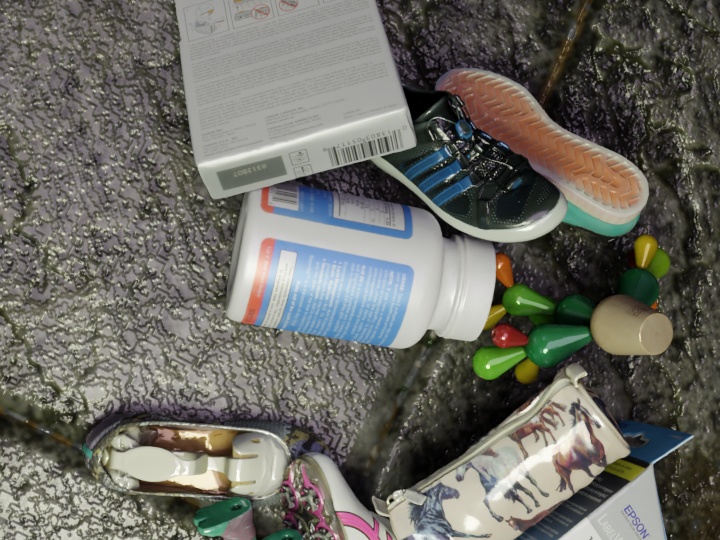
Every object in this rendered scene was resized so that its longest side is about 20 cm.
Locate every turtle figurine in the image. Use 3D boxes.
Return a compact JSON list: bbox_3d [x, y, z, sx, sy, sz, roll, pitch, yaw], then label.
[{"bbox_3d":[-0.074,0.281,0.887,0.148,0.101,0.203,8,116,28],"label":"turtle figurine"}]

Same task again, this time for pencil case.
[{"bbox_3d":[0.108,0.154,0.869,0.199,0.078,0.089,-39,122,13],"label":"pencil case"}]

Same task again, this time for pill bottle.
[{"bbox_3d":[0.000,0.000,0.901,0.197,0.112,0.114,11,87,-10],"label":"pill bottle"}]

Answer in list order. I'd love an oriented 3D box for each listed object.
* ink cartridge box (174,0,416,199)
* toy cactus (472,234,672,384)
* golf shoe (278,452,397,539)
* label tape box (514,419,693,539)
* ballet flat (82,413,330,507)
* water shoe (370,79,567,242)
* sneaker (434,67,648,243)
[{"bbox_3d":[-0.056,-0.162,0.890,0.160,0.057,0.202,-15,52,2],"label":"ink cartridge box"},{"bbox_3d":[0.184,0.028,0.910,0.198,0.165,0.104,-18,102,-21],"label":"toy cactus"},{"bbox_3d":[0.001,0.224,0.918,0.092,0.072,0.202,-35,110,-35],"label":"golf shoe"},{"bbox_3d":[0.173,0.205,0.914,0.199,0.143,0.066,-34,94,-10],"label":"label tape box"},{"bbox_3d":[-0.117,0.151,0.897,0.198,0.072,0.073,6,88,-11],"label":"ballet flat"},{"bbox_3d":[0.068,-0.090,0.884,0.199,0.079,0.072,30,63,31],"label":"water shoe"},{"bbox_3d":[0.140,-0.088,0.956,0.199,0.080,0.071,37,66,13],"label":"sneaker"}]
